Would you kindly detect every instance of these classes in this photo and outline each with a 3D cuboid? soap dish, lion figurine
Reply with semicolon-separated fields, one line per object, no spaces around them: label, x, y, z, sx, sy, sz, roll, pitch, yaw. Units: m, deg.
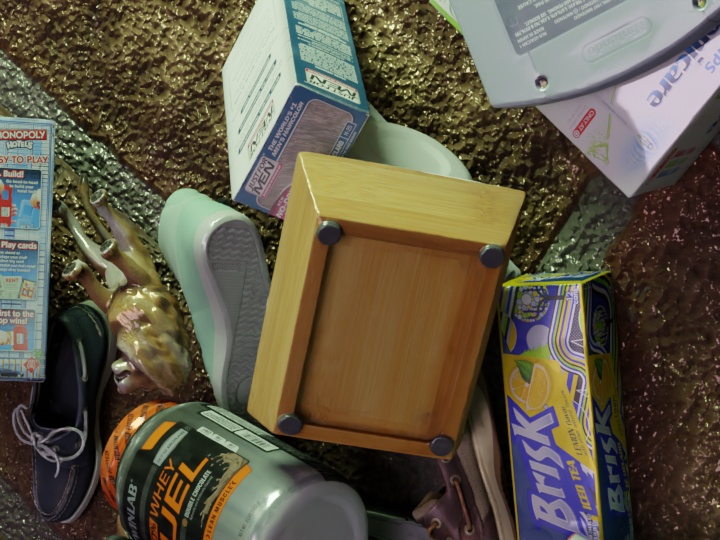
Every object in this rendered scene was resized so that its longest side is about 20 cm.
soap dish;0.016;0.031;1.246;0.155;0.081;0.202;9;115;-7
lion figurine;-0.185;0.009;1.475;0.072;0.201;0.123;-33;123;13

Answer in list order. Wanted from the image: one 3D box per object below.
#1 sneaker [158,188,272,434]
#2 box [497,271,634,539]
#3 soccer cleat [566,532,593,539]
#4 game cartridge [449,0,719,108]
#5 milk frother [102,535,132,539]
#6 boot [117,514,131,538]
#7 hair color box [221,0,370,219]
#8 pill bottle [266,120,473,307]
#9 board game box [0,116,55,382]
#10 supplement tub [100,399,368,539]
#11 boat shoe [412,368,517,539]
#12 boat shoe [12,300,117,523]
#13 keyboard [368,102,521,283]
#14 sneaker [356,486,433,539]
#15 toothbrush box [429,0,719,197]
sneaker;-0.106;0.029;1.462;0.118;0.073;0.203;38;142;57
box;0.145;0.105;1.302;0.069;0.064;0.203;-2;98;29
soccer cleat;0.136;0.257;1.293;0.073;0.068;0.201;43;136;13
game cartridge;0.152;-0.187;1.167;0.199;0.041;0.134;-25;80;31
milk frother;-0.186;0.326;1.385;0.200;0.188;0.181;-46;44;7
boot;-0.117;0.223;1.486;0.199;0.072;0.168;34;117;28
hair color box;-0.050;-0.128;1.319;0.060;0.201;0.101;21;118;-18
pill bottle;0.000;0.000;1.344;0.112;0.112;0.201;35;120;23
board game box;-0.289;-0.035;1.516;0.200;0.061;0.202;-134;49;-69
supplement tub;-0.099;0.174;1.372;0.199;0.122;0.124;22;110;43
boat shoe;0.073;0.173;1.343;0.071;0.072;0.203;-10;89;0
boat shoe;-0.253;0.125;1.564;0.074;0.062;0.202;26;111;26
keyboard;0.039;-0.051;1.380;0.200;0.011;0.056;49;125;17
sneaker;0.016;0.229;1.410;0.198;0.060;0.106;11;101;28
toothbrush box;0.168;-0.172;1.230;0.200;0.086;0.146;46;118;16
